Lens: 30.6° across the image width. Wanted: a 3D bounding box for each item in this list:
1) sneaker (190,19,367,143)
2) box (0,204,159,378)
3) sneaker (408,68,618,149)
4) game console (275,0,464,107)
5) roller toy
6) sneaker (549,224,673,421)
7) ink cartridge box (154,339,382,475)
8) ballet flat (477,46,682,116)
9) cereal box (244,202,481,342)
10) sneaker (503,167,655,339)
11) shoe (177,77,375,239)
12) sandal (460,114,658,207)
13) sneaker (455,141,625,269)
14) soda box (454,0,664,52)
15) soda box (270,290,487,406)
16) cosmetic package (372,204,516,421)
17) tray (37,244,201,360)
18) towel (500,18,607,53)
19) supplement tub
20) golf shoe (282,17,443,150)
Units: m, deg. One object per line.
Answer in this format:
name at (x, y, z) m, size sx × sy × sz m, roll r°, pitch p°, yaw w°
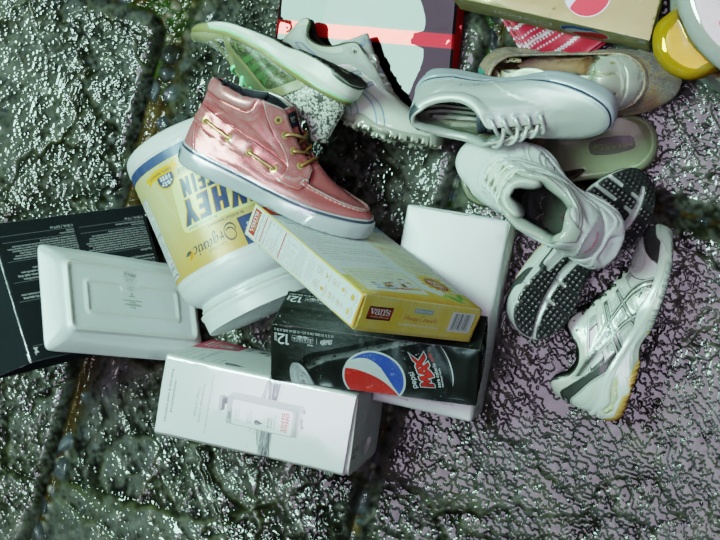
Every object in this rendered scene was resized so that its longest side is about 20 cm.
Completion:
sneaker at (-0.095, -0.185, 1.293) m, size 0.200 × 0.077 × 0.089 m, roll 27°, pitch 98°, yaw 24°
box at (-0.297, 0.019, 1.345) m, size 0.079 × 0.200 × 0.142 m, roll -24°, pitch 82°, yaw 38°
sneaker at (0.142, -0.144, 1.252) m, size 0.199 × 0.073 × 0.071 m, roll 6°, pitch 47°, yaw 22°
game console at (0.007, -0.251, 1.375) m, size 0.199 × 0.031 × 0.178 m, roll 7°, pitch 97°, yaw 13°
roller toy at (0.380, -0.256, 1.225) m, size 0.199 × 0.140 × 0.183 m, roll 9°, pitch 90°, yaw 9°
sneaker at (0.245, 0.044, 1.292) m, size 0.087 × 0.076 × 0.201 m, roll 19°, pitch 93°, yaw 12°
ink cartridge box at (-0.086, 0.135, 1.329) m, size 0.199 × 0.146 × 0.083 m, roll 11°, pitch 95°, yaw 12°
ballet flat at (0.213, -0.183, 1.284) m, size 0.199 × 0.067 × 0.068 m, roll 2°, pitch 102°, yaw 10°
cereal box at (0.000, 0.000, 1.225) m, size 0.200 × 0.143 × 0.040 m, roll 39°, pitch 114°, yaw 48°
sneaker at (0.209, -0.024, 1.300) m, size 0.074 × 0.080 × 0.200 m, roll 43°, pitch 88°, yaw -12°
shoe at (-0.067, -0.106, 1.240) m, size 0.199 × 0.071 × 0.091 m, roll 24°, pitch 106°, yaw 0°
sandal at (0.195, -0.117, 1.313) m, size 0.200 × 0.057 × 0.080 m, roll -14°, pitch 86°, yaw 12°
sneaker at (0.153, -0.078, 1.231) m, size 0.200 × 0.099 × 0.078 m, roll 36°, pitch 103°, yaw 39°
soda box at (0.194, -0.270, 1.287) m, size 0.199 × 0.068 × 0.064 m, roll 15°, pitch 93°, yaw 13°
soda box at (0.018, 0.073, 1.249) m, size 0.199 × 0.071 × 0.064 m, roll 7°, pitch 118°, yaw 9°
cosmetic package at (0.086, 0.041, 1.323) m, size 0.107 × 0.085 × 0.201 m, roll 13°, pitch 92°, yaw 13°
tray at (-0.235, 0.034, 1.335) m, size 0.022 × 0.200 × 0.108 m, roll -22°, pitch 69°, yaw 38°
towel at (0.195, -0.307, 1.334) m, size 0.144 × 0.022 × 0.200 m, roll -32°, pitch 83°, yaw 10°
supplement tub at (-0.137, -0.049, 1.343) m, size 0.144 × 0.144 × 0.201 m, roll -26°, pitch 84°, yaw 11°
golf shoe at (0.002, -0.189, 1.331) m, size 0.199 × 0.078 × 0.098 m, roll 25°, pitch 94°, yaw 9°
